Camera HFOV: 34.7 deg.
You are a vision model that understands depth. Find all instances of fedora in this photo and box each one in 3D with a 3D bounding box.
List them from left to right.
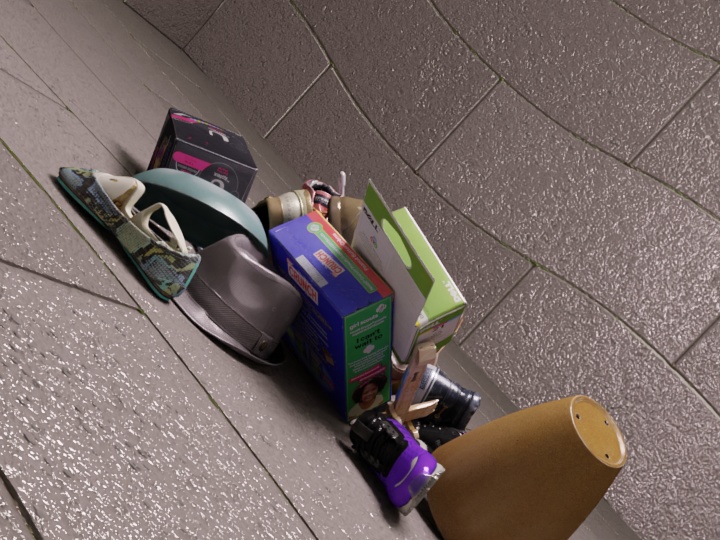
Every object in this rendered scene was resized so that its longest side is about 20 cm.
[{"bbox_3d":[-0.135,0.020,1.313,0.200,0.090,0.177,38,8,-49],"label":"fedora"}]

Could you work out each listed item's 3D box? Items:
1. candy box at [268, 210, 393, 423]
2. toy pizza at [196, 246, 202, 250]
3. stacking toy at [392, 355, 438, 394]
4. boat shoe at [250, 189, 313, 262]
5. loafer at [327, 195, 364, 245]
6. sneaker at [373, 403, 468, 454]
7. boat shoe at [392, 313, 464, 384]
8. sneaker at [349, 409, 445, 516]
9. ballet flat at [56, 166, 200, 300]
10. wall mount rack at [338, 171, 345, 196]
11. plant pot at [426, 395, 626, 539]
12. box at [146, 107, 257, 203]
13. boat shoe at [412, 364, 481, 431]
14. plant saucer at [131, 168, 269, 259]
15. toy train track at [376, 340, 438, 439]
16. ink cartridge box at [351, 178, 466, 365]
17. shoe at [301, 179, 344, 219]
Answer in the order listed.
[{"bbox_3d":[-0.034,0.056,1.402,0.169,0.076,0.202,48,-25,35],"label":"candy box"},{"bbox_3d":[-0.144,0.018,1.578,0.200,0.032,0.200,44,5,-5],"label":"toy pizza"},{"bbox_3d":[0.031,0.125,1.598,0.146,0.146,0.200,44,13,-1],"label":"stacking toy"},{"bbox_3d":[-0.124,-0.056,1.477,0.200,0.065,0.075,-38,-121,59],"label":"boat shoe"},{"bbox_3d":[0.000,0.000,1.506,0.076,0.066,0.203,-77,159,-75],"label":"loafer"},{"bbox_3d":[0.099,0.229,1.511,0.200,0.088,0.076,46,6,15],"label":"sneaker"},{"bbox_3d":[0.080,0.086,1.551,0.071,0.070,0.200,56,33,-4],"label":"boat shoe"},{"bbox_3d":[0.030,0.207,1.297,0.099,0.070,0.200,42,-2,-6],"label":"sneaker"},{"bbox_3d":[-0.242,-0.057,1.230,0.200,0.074,0.074,46,6,13],"label":"ballet flat"},{"bbox_3d":[0.010,-0.036,1.627,0.174,0.074,0.200,48,6,-27],"label":"wall mount rack"},{"bbox_3d":[0.207,0.236,1.347,0.185,0.200,0.188,30,36,-25],"label":"plant pot"},{"bbox_3d":[-0.225,-0.140,1.604,0.121,0.107,0.200,19,14,-19],"label":"box"},{"bbox_3d":[0.105,0.195,1.575,0.090,0.071,0.201,29,-20,5],"label":"boat shoe"},{"bbox_3d":[-0.192,-0.071,1.388,0.197,0.036,0.200,23,-16,7],"label":"plant saucer"},{"bbox_3d":[0.059,0.161,1.390,0.033,0.113,0.202,61,-30,35],"label":"toy train track"},{"bbox_3d":[0.058,-0.006,1.326,0.149,0.075,0.201,59,-23,22],"label":"ink cartridge box"},{"bbox_3d":[-0.065,-0.061,1.565,0.070,0.092,0.200,17,16,-9],"label":"shoe"}]
